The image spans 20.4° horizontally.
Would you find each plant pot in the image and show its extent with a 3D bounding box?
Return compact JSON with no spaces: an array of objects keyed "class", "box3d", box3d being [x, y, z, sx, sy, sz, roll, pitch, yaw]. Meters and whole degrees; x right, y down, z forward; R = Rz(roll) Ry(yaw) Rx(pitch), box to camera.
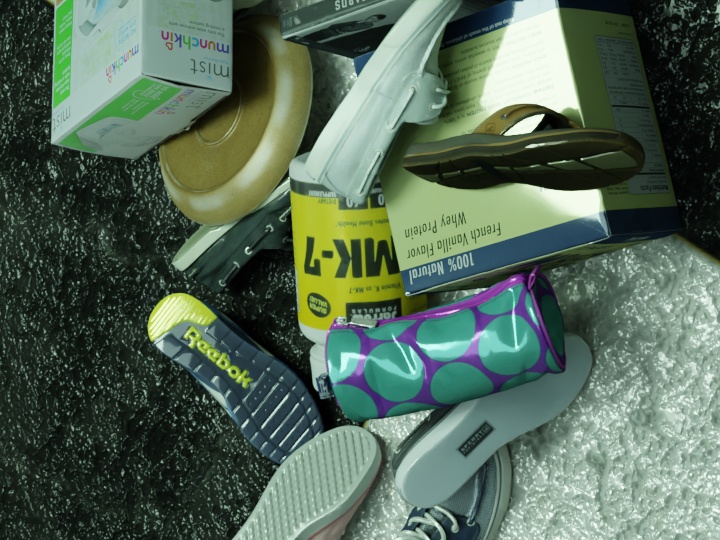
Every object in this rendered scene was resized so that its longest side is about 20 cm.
[{"class":"plant pot","box3d":[-0.121,-0.141,1.809,0.199,0.027,0.202,-19,62,41]}]

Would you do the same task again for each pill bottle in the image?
[{"class":"pill bottle","box3d":[0.000,0.000,1.719,0.113,0.114,0.202,5,105,34]}]

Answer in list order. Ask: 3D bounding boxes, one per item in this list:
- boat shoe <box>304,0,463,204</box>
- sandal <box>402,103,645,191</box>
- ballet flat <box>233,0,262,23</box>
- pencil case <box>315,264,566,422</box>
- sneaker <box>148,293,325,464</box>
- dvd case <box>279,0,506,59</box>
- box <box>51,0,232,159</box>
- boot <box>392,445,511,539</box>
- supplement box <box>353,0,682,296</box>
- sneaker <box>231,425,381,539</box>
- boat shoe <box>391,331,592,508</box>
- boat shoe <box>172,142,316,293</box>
[{"class":"boat shoe","box3d":[0.033,-0.139,1.567,0.071,0.070,0.201,34,114,-1]},{"class":"sandal","box3d":[0.121,-0.096,1.509,0.199,0.081,0.055,-2,69,41]},{"class":"ballet flat","box3d":[-0.081,-0.283,1.763,0.200,0.069,0.072,-46,40,48]},{"class":"pencil case","box3d":[0.066,0.061,1.611,0.198,0.085,0.093,-15,111,19]},{"class":"sneaker","box3d":[-0.107,0.097,1.838,0.074,0.082,0.200,-44,86,-1]},{"class":"dvd case","box3d":[0.055,-0.214,1.651,0.199,0.150,0.025,-15,76,34]},{"class":"box","box3d":[-0.196,-0.216,1.799,0.199,0.096,0.178,-24,62,55]},{"class":"boot","box3d":[0.064,0.230,1.710,0.072,0.090,0.202,25,107,31]},{"class":"supplement box","box3d":[0.127,-0.101,1.618,0.199,0.134,0.202,-17,83,34]},{"class":"sneaker","box3d":[-0.047,0.234,1.807,0.075,0.105,0.201,37,83,32]},{"class":"boat shoe","box3d":[0.105,0.117,1.676,0.200,0.070,0.066,-44,26,4]},{"class":"boat shoe","box3d":[-0.083,-0.041,1.812,0.199,0.075,0.066,-37,105,24]}]
